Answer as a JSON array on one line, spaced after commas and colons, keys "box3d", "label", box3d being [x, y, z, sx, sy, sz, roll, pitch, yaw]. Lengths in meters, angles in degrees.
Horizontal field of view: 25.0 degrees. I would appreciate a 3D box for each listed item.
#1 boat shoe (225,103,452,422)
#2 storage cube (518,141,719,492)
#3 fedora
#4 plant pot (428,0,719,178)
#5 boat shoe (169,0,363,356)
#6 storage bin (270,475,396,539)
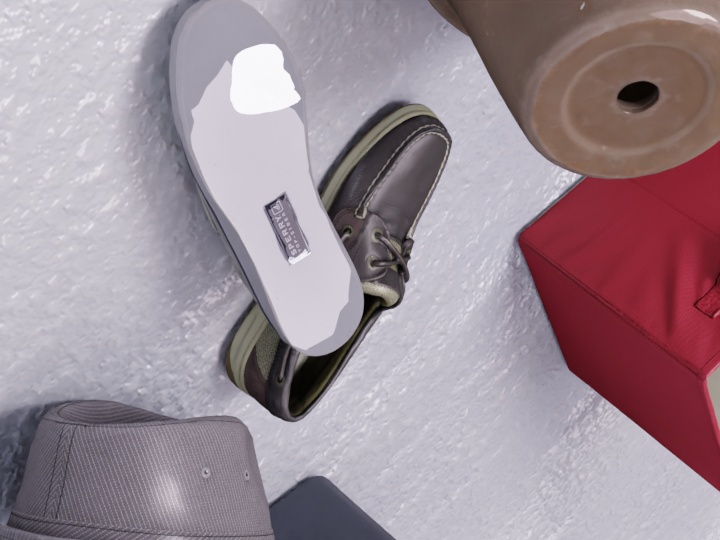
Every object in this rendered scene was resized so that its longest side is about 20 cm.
[{"box3d": [-0.001, 0.000, 0.952, 0.202, 0.066, 0.072, -55, 141, 6], "label": "boat shoe"}, {"box3d": [0.241, 0.014, 1.112, 0.171, 0.180, 0.201, -42, 140, -11], "label": "storage cube"}, {"box3d": [-0.113, 0.121, 0.894, 0.199, 0.176, 0.091, 16, 79, -49], "label": "fedora"}, {"box3d": [0.125, -0.145, 0.813, 0.198, 0.176, 0.201, -4, 141, -3], "label": "plant pot"}, {"box3d": [-0.055, -0.051, 0.859, 0.072, 0.066, 0.201, -32, 117, -16], "label": "boat shoe"}, {"box3d": [0.010, 0.228, 1.054, 0.145, 0.200, 0.135, -35, 130, -18], "label": "storage bin"}]
